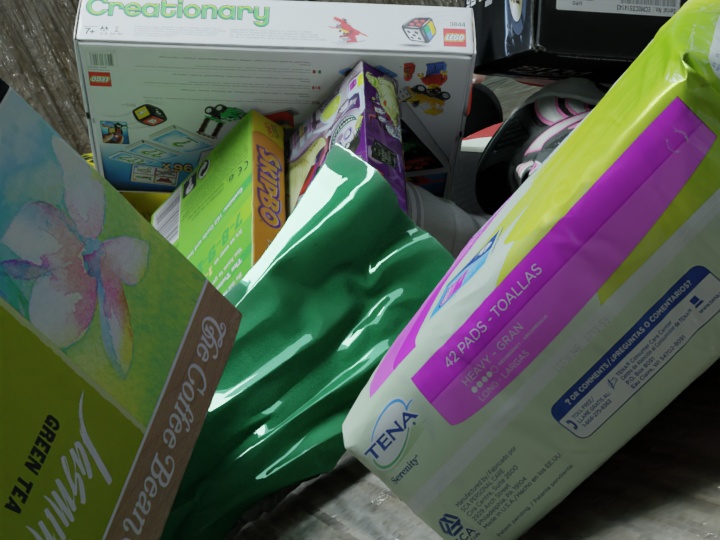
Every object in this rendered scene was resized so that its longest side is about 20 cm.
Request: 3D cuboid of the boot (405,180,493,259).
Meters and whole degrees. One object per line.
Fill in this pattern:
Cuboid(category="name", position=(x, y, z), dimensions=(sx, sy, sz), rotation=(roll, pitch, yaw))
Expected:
Cuboid(category="boot", position=(0.000, 0.000, 0.823), dimensions=(0.095, 0.075, 0.199), rotation=(15, -12, -30))

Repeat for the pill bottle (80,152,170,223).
Cuboid(category="pill bottle", position=(-0.168, -0.006, 0.875), dimensions=(0.112, 0.114, 0.199), rotation=(-24, 0, 35))

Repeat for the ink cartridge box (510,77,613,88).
Cuboid(category="ink cartridge box", position=(0.152, -0.150, 0.978), dimensions=(0.115, 0.068, 0.200), rotation=(10, 5, 14))

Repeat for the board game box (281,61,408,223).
Cuboid(category="board game box", position=(-0.047, 0.001, 0.766), dimensions=(0.200, 0.032, 0.121), rotation=(-44, 39, 35))

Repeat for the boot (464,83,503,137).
Cuboid(category="boot", position=(0.042, -0.080, 1.191), dimensions=(0.211, 0.080, 0.158), rotation=(-42, 2, -9))

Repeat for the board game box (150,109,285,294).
Cuboid(category="board game box", position=(-0.071, 0.023, 0.733), dimensions=(0.095, 0.030, 0.202), rotation=(-41, 34, 34))

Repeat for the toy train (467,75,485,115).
Cuboid(category="toy train", position=(0.018, -0.052, 0.999), dimensions=(0.149, 0.056, 0.201), rotation=(-19, -35, -21))

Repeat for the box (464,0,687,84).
Cuboid(category="box", position=(0.163, -0.141, 0.771), dimensions=(0.197, 0.087, 0.164), rotation=(2, 4, -8))

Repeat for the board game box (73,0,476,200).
Cuboid(category="board game box", position=(-0.044, -0.087, 0.799), dimensions=(0.197, 0.035, 0.127), rotation=(2, -33, -3))

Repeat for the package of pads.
Cuboid(category="package of pads", position=(0.085, -0.015, 0.485), dimensions=(0.155, 0.068, 0.200), rotation=(-48, 0, 24))

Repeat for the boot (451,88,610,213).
Cuboid(category="boot", position=(0.083, -0.059, 0.958), dimensions=(0.198, 0.073, 0.144), rotation=(-21, 7, 1))

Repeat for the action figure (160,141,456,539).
Cuboid(category="action figure", position=(-0.043, 0.056, 0.614), dimensions=(0.200, 0.118, 0.055), rotation=(-41, -16, -14))

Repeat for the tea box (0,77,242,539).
Cuboid(category="tea box", position=(-0.169, 0.044, 0.498), dimensions=(0.133, 0.197, 0.201), rotation=(-23, 34, 35))

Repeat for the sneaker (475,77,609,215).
Cuboid(category="sneaker", position=(0.104, -0.047, 0.744), dimensions=(0.086, 0.081, 0.200), rotation=(-33, 7, -25))
